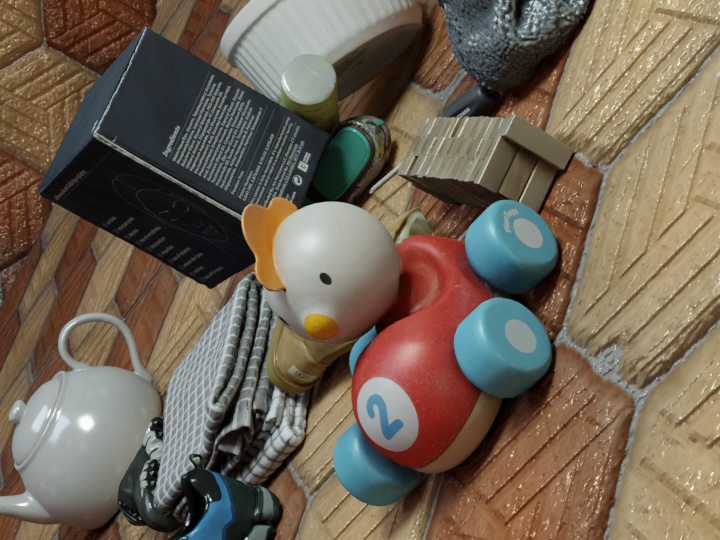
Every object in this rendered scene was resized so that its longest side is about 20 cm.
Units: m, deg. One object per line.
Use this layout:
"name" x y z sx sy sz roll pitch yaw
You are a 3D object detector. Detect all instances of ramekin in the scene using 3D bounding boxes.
"ramekin" -0.029 -0.231 1.655 0.202 0.094 0.202 -34 -7 -4

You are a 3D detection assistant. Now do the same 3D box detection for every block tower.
"block tower" 0.088 -0.081 1.291 0.058 0.054 0.200 -65 17 -5

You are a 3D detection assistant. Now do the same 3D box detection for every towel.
"towel" -0.117 0.115 1.529 0.166 0.085 0.201 -50 22 37

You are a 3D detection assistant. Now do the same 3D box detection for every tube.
"tube" -0.046 -0.137 1.610 0.052 0.058 0.200 -60 -8 -17

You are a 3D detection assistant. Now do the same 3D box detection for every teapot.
"teapot" -0.321 0.180 1.906 0.197 0.146 0.201 -48 21 36

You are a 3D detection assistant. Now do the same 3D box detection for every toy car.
"toy car" -0.001 0.027 1.142 0.184 0.199 0.177 -47 23 41

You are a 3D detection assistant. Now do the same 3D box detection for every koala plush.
"koala plush" 0.078 -0.261 1.341 0.185 0.199 0.177 -65 18 -8

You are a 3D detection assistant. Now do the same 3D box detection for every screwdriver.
"screwdriver" 0.054 -0.110 1.459 0.200 0.029 0.028 -31 35 50

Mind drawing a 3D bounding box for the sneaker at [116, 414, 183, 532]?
"sneaker" -0.195 0.217 1.636 0.091 0.066 0.200 -61 14 13

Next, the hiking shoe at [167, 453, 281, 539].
"hiking shoe" -0.136 0.255 1.370 0.074 0.086 0.201 -37 31 54

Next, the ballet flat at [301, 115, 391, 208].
"ballet flat" -0.031 -0.075 1.622 0.200 0.072 0.072 -48 22 37

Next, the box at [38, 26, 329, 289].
"box" -0.166 -0.097 1.576 0.200 0.196 0.124 -27 39 62

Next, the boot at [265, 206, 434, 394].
"boot" 0.000 0.000 1.416 0.200 0.066 0.176 -39 38 50
